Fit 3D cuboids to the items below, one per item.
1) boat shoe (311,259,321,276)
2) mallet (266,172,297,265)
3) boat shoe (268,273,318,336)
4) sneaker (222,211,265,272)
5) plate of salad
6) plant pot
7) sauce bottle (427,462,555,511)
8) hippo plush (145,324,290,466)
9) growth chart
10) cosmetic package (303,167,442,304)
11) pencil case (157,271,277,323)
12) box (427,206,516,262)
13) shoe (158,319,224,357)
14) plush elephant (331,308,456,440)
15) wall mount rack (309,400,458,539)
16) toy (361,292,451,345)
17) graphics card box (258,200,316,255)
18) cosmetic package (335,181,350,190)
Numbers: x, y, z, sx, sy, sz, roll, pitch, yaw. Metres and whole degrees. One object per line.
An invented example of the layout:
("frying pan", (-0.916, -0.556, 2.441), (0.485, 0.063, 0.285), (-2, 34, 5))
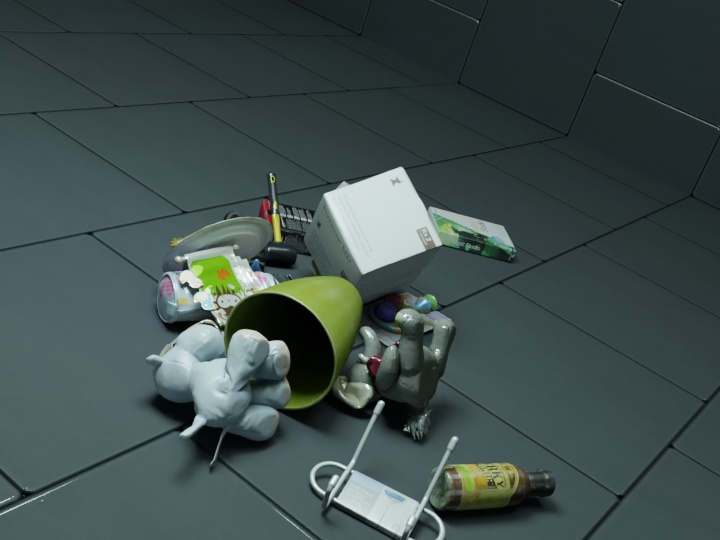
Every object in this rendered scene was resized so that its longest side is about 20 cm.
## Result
("boat shoe", (0.001, -0.002, 1.859), (0.198, 0.075, 0.066), (1, 6, -9))
("mallet", (-0.175, -0.102, 1.876), (0.066, 0.041, 0.201), (-3, 67, -28))
("boat shoe", (-0.106, 0.062, 1.656), (0.066, 0.075, 0.199), (-9, 26, -27))
("sneaker", (-0.215, -0.061, 1.818), (0.070, 0.083, 0.200), (8, 27, -25))
("plate of salad", (-0.246, -0.043, 1.634), (0.199, 0.200, 0.048), (-6, 62, -43))
("plant pot", (-0.079, 0.086, 1.475), (0.187, 0.188, 0.200), (26, 28, 14))
("sauce bottle", (0.192, 0.308, 1.375), (0.199, 0.065, 0.065), (4, 29, -31))
("hippo plush", (-0.205, 0.164, 1.341), (0.160, 0.160, 0.200), (15, 61, 36))
("growth chart", (-0.200, 0.040, 1.540), (0.144, 0.018, 0.200), (-26, 73, -46))
("cosmetic package", (0.017, -0.051, 1.720), (0.164, 0.200, 0.165), (-21, 74, -21))
("pencil case", (-0.235, 0.047, 1.583), (0.199, 0.083, 0.091), (3, 44, -33))
("box", (0.261, -0.087, 2.278), (0.199, 0.036, 0.144), (13, 25, -12))
("shoe", (-0.236, 0.113, 1.477), (0.070, 0.054, 0.200), (29, 26, 19))
("plush elephant", (0.045, 0.152, 1.502), (0.154, 0.201, 0.164), (7, 2, 31))
("wall mount rack", (0.040, 0.277, 1.289), (0.199, 0.075, 0.174), (25, 39, 12))
("toy", (0.076, 0.074, 1.795), (0.115, 0.047, 0.200), (33, 27, 31))
("graphics card box", (-0.107, -0.080, 1.977), (0.199, 0.051, 0.126), (10, 27, -18))
("cosmetic package", (0.021, -0.092, 1.964), (0.200, 0.071, 0.102), (30, 22, -48))
